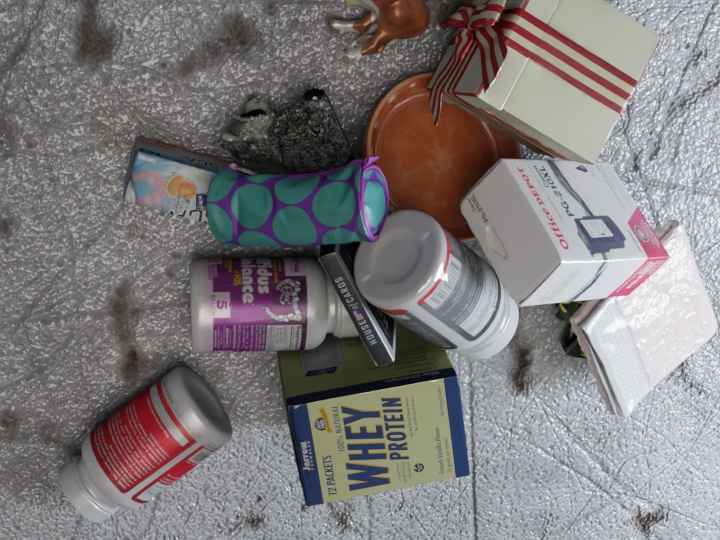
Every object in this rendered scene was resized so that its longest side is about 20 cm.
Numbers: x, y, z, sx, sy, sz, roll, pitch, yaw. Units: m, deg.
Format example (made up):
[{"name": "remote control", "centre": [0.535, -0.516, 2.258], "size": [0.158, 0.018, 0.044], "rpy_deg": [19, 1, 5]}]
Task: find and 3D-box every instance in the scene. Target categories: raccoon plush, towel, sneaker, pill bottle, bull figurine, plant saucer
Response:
[{"name": "raccoon plush", "centre": [-0.075, -0.116, 1.412], "size": [0.134, 0.200, 0.097], "rpy_deg": [-25, 149, 3]}, {"name": "towel", "centre": [0.356, 0.065, 1.560], "size": [0.191, 0.032, 0.200], "rpy_deg": [-42, 131, -13]}, {"name": "sneaker", "centre": [0.282, 0.028, 1.567], "size": [0.084, 0.075, 0.201], "rpy_deg": [-12, 112, -3]}, {"name": "pill bottle", "centre": [-0.265, 0.217, 1.541], "size": [0.200, 0.112, 0.112], "rpy_deg": [-36, 112, 6]}, {"name": "pill bottle", "centre": [0.090, 0.022, 1.407], "size": [0.114, 0.114, 0.200], "rpy_deg": [-44, 140, 9]}, {"name": "bull figurine", "centre": [-0.001, -0.333, 1.392], "size": [0.121, 0.065, 0.200], "rpy_deg": [-29, 110, 8]}, {"name": "plant saucer", "centre": [0.093, -0.129, 1.459], "size": [0.200, 0.032, 0.201], "rpy_deg": [3, 81, -23]}, {"name": "pill bottle", "centre": [-0.102, 0.040, 1.495], "size": [0.199, 0.112, 0.113], "rpy_deg": [-2, 111, -8]}]

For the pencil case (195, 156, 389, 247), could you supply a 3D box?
[{"name": "pencil case", "centre": [-0.070, -0.072, 1.350], "size": [0.199, 0.085, 0.093], "rpy_deg": [-1, 99, 24]}]

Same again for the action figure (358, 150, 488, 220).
[{"name": "action figure", "centre": [0.097, -0.087, 1.497], "size": [0.199, 0.055, 0.118], "rpy_deg": [-5, 81, -20]}]

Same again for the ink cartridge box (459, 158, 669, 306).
[{"name": "ink cartridge box", "centre": [0.231, -0.045, 1.421], "size": [0.200, 0.145, 0.084], "rpy_deg": [-3, 146, -42]}]

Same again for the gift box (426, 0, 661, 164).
[{"name": "gift box", "centre": [0.185, -0.220, 1.382], "size": [0.186, 0.184, 0.200], "rpy_deg": [29, 86, -18]}]

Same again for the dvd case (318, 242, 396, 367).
[{"name": "dvd case", "centre": [0.000, 0.000, 1.448], "size": [0.025, 0.200, 0.151], "rpy_deg": [-23, 113, 13]}]

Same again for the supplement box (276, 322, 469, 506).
[{"name": "supplement box", "centre": [0.010, 0.158, 1.510], "size": [0.199, 0.200, 0.135], "rpy_deg": [-10, 113, -4]}]

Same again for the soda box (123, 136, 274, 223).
[{"name": "soda box", "centre": [-0.170, -0.092, 1.456], "size": [0.199, 0.068, 0.064], "rpy_deg": [14, 108, -14]}]
